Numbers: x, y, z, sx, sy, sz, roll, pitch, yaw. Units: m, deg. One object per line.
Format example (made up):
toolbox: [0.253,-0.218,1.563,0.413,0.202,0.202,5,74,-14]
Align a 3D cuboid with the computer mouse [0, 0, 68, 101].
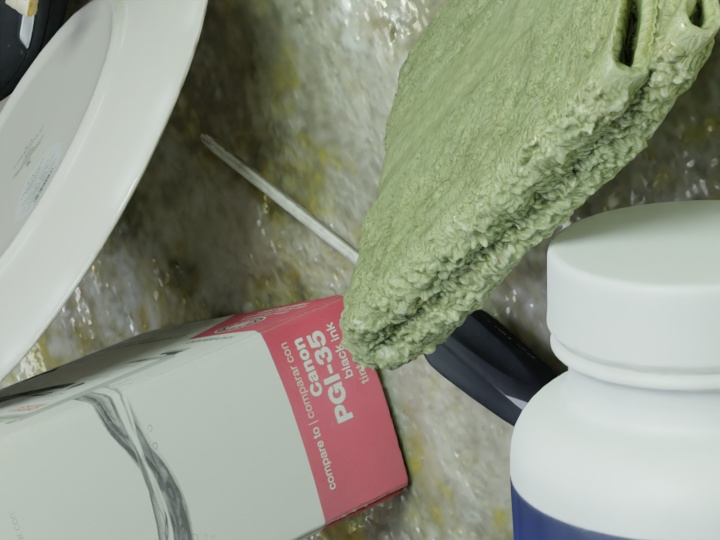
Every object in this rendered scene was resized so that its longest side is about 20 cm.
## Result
computer mouse: [-0.126,-0.123,1.127,0.141,0.046,0.201,-103,28,-54]

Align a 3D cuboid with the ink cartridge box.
ink cartridge box: [-0.106,0.083,1.088,0.146,0.199,0.083,-10,99,52]

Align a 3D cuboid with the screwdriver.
screwdriver: [0.000,0.000,1.060,0.200,0.029,0.028,35,129,31]

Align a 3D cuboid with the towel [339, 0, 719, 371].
towel: [0.057,-0.063,0.903,0.036,0.149,0.200,27,140,-15]

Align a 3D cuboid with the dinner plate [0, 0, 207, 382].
dinner plate: [-0.118,-0.040,1.092,0.200,0.024,0.201,-49,24,30]

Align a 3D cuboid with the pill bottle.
pill bottle: [0.106,0.087,0.896,0.119,0.119,0.202,15,115,47]
